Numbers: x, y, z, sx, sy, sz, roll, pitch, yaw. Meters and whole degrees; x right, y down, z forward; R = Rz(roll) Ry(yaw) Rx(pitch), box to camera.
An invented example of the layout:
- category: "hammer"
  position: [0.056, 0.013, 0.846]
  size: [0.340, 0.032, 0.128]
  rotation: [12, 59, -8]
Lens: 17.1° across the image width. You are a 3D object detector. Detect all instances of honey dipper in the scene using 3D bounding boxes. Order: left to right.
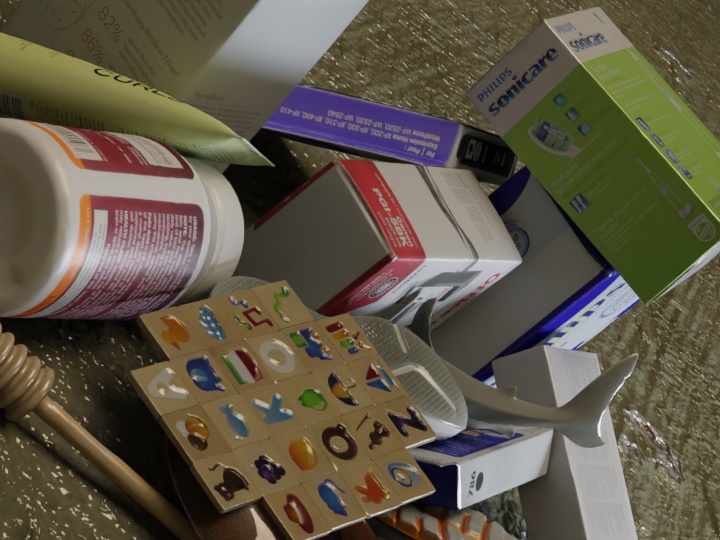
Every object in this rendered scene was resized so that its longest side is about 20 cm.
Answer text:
- category: "honey dipper"
  position: [-0.145, 0.107, 1.348]
  size: [0.200, 0.038, 0.038]
  rotation: [45, 22, -18]

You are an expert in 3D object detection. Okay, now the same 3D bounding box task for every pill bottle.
- category: "pill bottle"
  position: [-0.162, -0.027, 1.427]
  size: [0.114, 0.114, 0.200]
  rotation: [56, 23, 19]

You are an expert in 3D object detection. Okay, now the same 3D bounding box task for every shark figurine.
- category: "shark figurine"
  position: [0.067, 0.065, 1.603]
  size: [0.214, 0.090, 0.128]
  rotation: [11, 9, 43]

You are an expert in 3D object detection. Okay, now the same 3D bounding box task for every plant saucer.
- category: "plant saucer"
  position: [-0.037, 0.156, 1.428]
  size: [0.200, 0.034, 0.200]
  rotation: [48, 15, -18]

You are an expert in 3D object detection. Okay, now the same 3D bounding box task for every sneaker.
- category: "sneaker"
  position: [-0.024, 0.068, 1.530]
  size: [0.200, 0.080, 0.070]
  rotation: [22, 38, -23]
- category: "sneaker"
  position: [0.083, 0.212, 1.552]
  size: [0.200, 0.077, 0.078]
  rotation: [30, 18, 2]

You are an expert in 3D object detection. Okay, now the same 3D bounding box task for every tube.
- category: "tube"
  position: [-0.153, -0.103, 1.517]
  size: [0.200, 0.052, 0.058]
  rotation: [18, 36, 16]

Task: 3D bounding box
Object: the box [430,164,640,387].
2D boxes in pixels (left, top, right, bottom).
- category: "box"
  position: [0.125, 0.010, 1.809]
  size: [0.105, 0.184, 0.200]
  rotation: [55, 23, 13]

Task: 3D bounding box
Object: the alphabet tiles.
- category: "alphabet tiles"
  position: [-0.043, 0.081, 1.423]
  size: [0.200, 0.006, 0.166]
  rotation: [-14, 62, -50]

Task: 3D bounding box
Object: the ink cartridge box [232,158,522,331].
- category: "ink cartridge box"
  position: [0.000, 0.000, 1.638]
  size: [0.083, 0.147, 0.200]
  rotation: [59, 25, 16]

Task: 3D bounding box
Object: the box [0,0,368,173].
- category: "box"
  position: [-0.119, -0.172, 1.610]
  size: [0.106, 0.200, 0.152]
  rotation: [4, 45, -54]

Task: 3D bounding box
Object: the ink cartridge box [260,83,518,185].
- category: "ink cartridge box"
  position: [-0.005, -0.107, 1.767]
  size: [0.198, 0.043, 0.200]
  rotation: [14, 3, 20]

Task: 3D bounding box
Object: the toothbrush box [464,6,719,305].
- category: "toothbrush box"
  position: [0.188, -0.086, 1.724]
  size: [0.200, 0.086, 0.146]
  rotation: [50, 23, 6]

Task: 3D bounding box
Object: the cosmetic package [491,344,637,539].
- category: "cosmetic package"
  position: [0.150, 0.157, 1.704]
  size: [0.083, 0.051, 0.200]
  rotation: [11, 64, -54]

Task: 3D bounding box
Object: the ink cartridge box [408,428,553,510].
- category: "ink cartridge box"
  position: [0.047, 0.124, 1.599]
  size: [0.099, 0.039, 0.200]
  rotation: [11, 7, 25]
